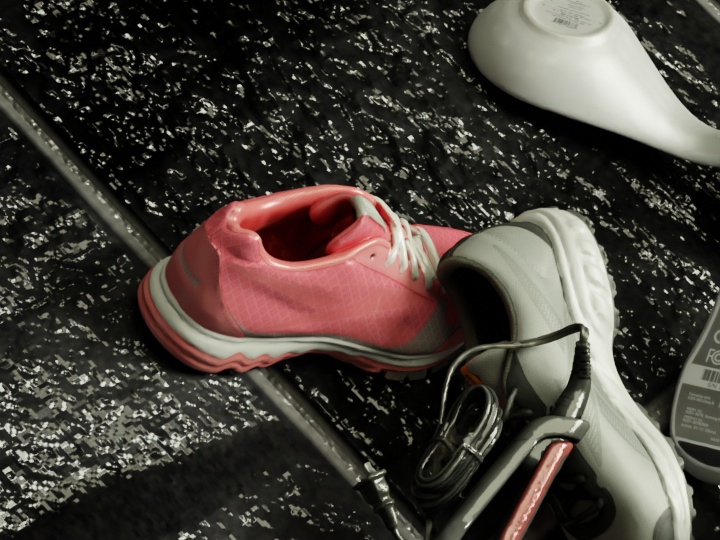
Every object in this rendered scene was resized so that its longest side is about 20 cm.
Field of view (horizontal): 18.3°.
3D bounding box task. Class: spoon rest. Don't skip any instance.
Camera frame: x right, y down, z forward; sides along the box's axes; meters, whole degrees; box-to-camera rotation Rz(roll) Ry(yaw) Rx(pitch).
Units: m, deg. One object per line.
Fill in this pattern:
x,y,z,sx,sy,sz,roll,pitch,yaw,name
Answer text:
0.153,-0.104,1.234,0.199,0.061,0.099,21,42,18,spoon rest

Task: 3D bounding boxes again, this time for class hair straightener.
0.038,0.097,0.943,0.077,0.041,0.200,33,70,-1,hair straightener

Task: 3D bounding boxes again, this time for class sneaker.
0.000,0.000,1.025,0.199,0.087,0.074,-4,55,-37,sneaker
0.089,0.071,1.019,0.079,0.074,0.201,-11,73,-33,sneaker

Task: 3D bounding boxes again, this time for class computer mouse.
0.213,0.019,1.130,0.044,0.109,0.201,38,71,-53,computer mouse
